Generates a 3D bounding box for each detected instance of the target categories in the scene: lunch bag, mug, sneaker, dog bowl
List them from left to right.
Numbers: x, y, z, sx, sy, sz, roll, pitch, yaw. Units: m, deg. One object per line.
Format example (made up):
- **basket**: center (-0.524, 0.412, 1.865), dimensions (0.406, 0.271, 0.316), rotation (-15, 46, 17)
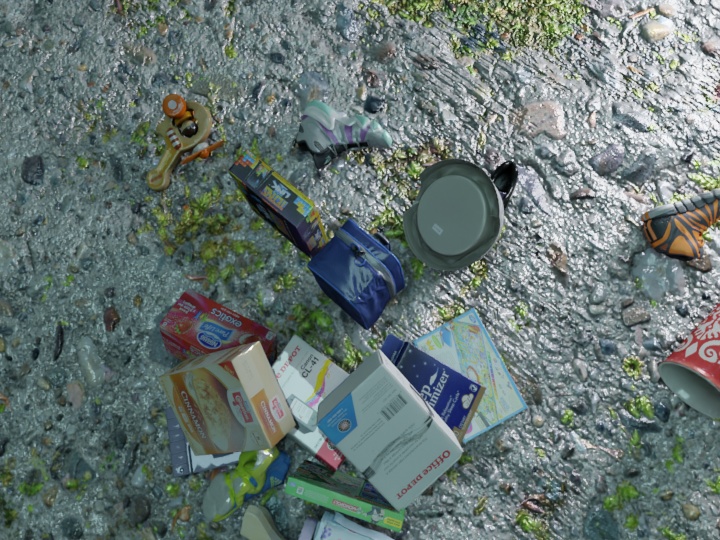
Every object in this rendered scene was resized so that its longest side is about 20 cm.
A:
- **sneaker**: center (-0.194, 0.384, 1.066), dimensions (0.200, 0.104, 0.077), rotation (-46, 42, 23)
- **sneaker**: center (-0.044, -0.243, 1.200), dimensions (0.197, 0.078, 0.142), rotation (22, 81, 19)
- **lunch bag**: center (-0.013, 0.501, 0.964), dimensions (0.166, 0.127, 0.204), rotation (20, 110, 8)
- **lunch bag**: center (0.000, 0.000, 1.073), dimensions (0.135, 0.200, 0.133), rotation (39, 80, 17)
- **dog bowl**: center (0.175, -0.101, 1.113), dimensions (0.197, 0.058, 0.206), rotation (-1, 89, 35)
- **sneaker**: center (0.239, -0.118, 1.137), dimensions (0.074, 0.088, 0.203), rotation (24, 80, 9)
- **sneaker**: center (0.633, -0.080, 1.113), dimensions (0.196, 0.077, 0.115), rotation (-18, 80, 11)
- **mug**: center (0.640, 0.147, 1.047), dimensions (0.200, 0.178, 0.133), rotation (-45, 41, -11)

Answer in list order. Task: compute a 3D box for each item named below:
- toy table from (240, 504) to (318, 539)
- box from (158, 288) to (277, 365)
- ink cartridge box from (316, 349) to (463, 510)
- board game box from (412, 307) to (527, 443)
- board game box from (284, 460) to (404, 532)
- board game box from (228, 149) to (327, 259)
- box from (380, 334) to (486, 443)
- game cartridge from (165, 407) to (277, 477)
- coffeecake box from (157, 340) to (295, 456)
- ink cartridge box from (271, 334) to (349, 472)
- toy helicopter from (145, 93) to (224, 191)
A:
- **toy table**: center (-0.151, 0.479, 0.996), dimensions (0.115, 0.184, 0.204), rotation (19, 103, 5)
- **box**: center (-0.257, 0.133, 1.100), dimensions (0.197, 0.101, 0.096), rotation (25, 55, 9)
- **ink cartridge box**: center (0.045, 0.256, 0.970), dimensions (0.145, 0.084, 0.201), rotation (-42, 99, 4)
- **board game box**: center (0.197, 0.191, 1.098), dimensions (0.132, 0.034, 0.203), rotation (-26, 77, -2)
- **board game box**: center (-0.020, 0.379, 1.020), dimensions (0.196, 0.135, 0.030), rotation (16, 86, 8)
- **board game box**: center (-0.146, -0.115, 1.109), dimensions (0.165, 0.200, 0.057), rotation (40, 81, 12)
- **box**: center (0.108, 0.210, 1.039), dimensions (0.197, 0.032, 0.123), rotation (30, 81, -6)
- **game cartridge**: center (-0.259, 0.295, 1.112), dimensions (0.195, 0.038, 0.133), rotation (-13, 81, 1)
- **coffeecake box**: center (-0.224, 0.217, 0.998), dimensions (0.197, 0.073, 0.156), rotation (-17, 100, 36)
- **ink cartridge box**: center (-0.080, 0.237, 1.069), dimensions (0.198, 0.086, 0.149), rotation (35, 72, 7)
- **toy helicopter**: center (-0.370, -0.249, 1.235), dimensions (0.131, 0.079, 0.203), rotation (31, 92, 2)
